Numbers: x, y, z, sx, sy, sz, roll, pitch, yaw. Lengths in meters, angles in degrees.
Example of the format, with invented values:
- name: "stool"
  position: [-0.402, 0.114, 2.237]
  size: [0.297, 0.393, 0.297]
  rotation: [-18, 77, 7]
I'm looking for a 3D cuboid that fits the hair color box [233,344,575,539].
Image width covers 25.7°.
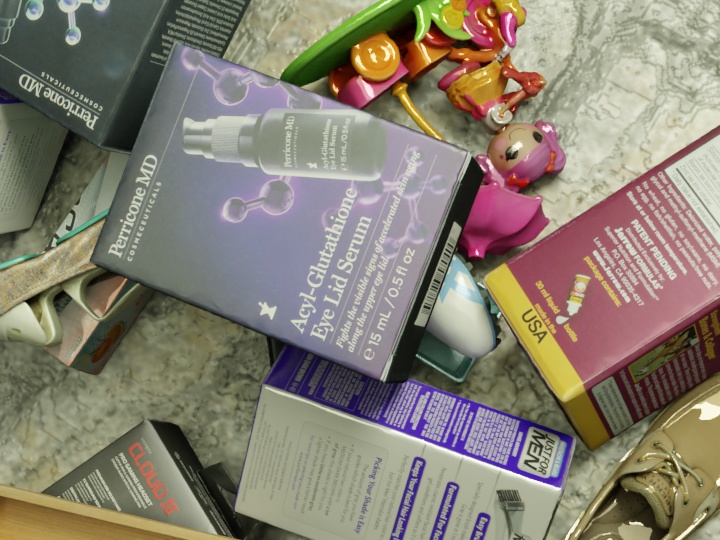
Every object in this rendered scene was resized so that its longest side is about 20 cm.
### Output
- name: "hair color box"
  position: [0.027, 0.133, 1.025]
  size: [0.199, 0.065, 0.110]
  rotation: [20, 123, 8]

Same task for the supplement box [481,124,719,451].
- name: "supplement box"
  position: [0.196, 0.010, 1.014]
  size: [0.199, 0.131, 0.103]
  rotation: [-32, 63, 2]

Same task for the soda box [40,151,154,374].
- name: "soda box"
  position: [-0.168, -0.027, 1.127]
  size: [0.068, 0.064, 0.200]
  rotation: [33, 86, 14]

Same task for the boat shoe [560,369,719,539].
- name: "boat shoe"
  position: [0.198, 0.146, 1.031]
  size: [0.071, 0.065, 0.200]
  rotation: [39, 88, 14]

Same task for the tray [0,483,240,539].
- name: "tray"
  position: [-0.163, 0.206, 1.021]
  size: [0.199, 0.037, 0.099]
  rotation: [11, 82, 11]

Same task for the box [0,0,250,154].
- name: "box"
  position: [-0.162, -0.198, 1.053]
  size: [0.148, 0.107, 0.201]
  rotation: [30, 100, 19]

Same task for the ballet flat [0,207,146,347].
- name: "ballet flat"
  position: [-0.202, 0.011, 1.062]
  size: [0.199, 0.068, 0.068]
  rotation: [-26, 84, 6]

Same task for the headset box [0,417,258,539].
- name: "headset box"
  position: [-0.162, 0.208, 1.078]
  size: [0.200, 0.077, 0.149]
  rotation: [-34, 76, 4]

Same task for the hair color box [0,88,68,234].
- name: "hair color box"
  position: [-0.282, -0.077, 1.074]
  size: [0.065, 0.200, 0.110]
  rotation: [28, 106, 12]

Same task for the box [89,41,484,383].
- name: "box"
  position: [-0.042, -0.033, 0.972]
  size: [0.199, 0.104, 0.149]
  rotation: [20, 90, 10]

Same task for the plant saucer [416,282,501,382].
- name: "plant saucer"
  position: [0.000, 0.000, 1.093]
  size: [0.199, 0.019, 0.070]
  rotation: [31, 76, 1]

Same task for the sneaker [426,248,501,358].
- name: "sneaker"
  position: [0.009, -0.008, 1.048]
  size: [0.200, 0.072, 0.072]
  rotation: [43, 63, 11]

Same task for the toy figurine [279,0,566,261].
- name: "toy figurine"
  position: [0.074, -0.102, 1.085]
  size: [0.199, 0.150, 0.185]
  rotation: [-31, 90, -22]

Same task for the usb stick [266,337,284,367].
- name: "usb stick"
  position: [-0.048, -0.017, 1.119]
  size: [0.055, 0.033, 0.201]
  rotation: [-9, 79, 4]
